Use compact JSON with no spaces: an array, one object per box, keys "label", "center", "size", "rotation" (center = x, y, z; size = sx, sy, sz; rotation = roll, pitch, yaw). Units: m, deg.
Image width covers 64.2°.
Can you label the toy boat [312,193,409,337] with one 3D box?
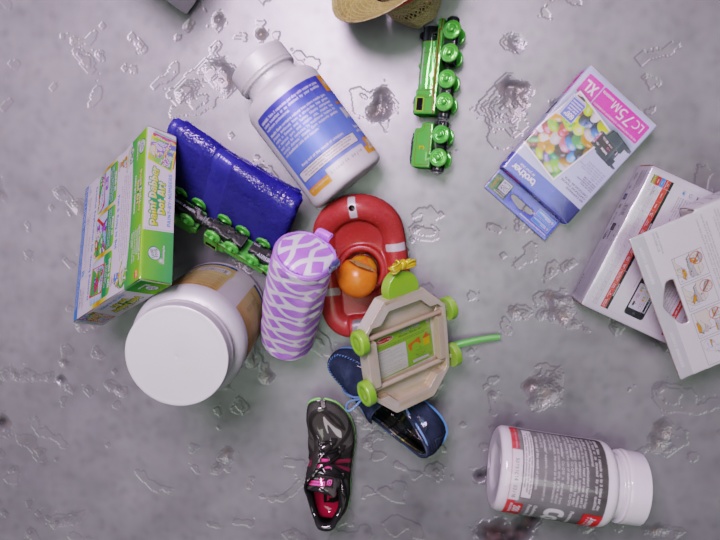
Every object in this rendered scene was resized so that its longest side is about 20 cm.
[{"label":"toy boat","center":[0.000,0.000,0.765],"size":[0.129,0.131,0.203],"rotation":[-6,98,6]}]

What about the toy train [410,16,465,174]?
[{"label":"toy train","center":[0.100,-0.230,0.759],"size":[0.056,0.042,0.203],"rotation":[7,96,22]}]

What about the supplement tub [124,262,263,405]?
[{"label":"supplement tub","center":[-0.210,0.077,0.756],"size":[0.143,0.200,0.147],"rotation":[0,102,1]}]

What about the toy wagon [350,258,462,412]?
[{"label":"toy wagon","center":[0.058,0.079,0.739],"size":[0.154,0.039,0.202],"rotation":[-17,109,-29]}]

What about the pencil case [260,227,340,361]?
[{"label":"pencil case","center":[-0.084,0.034,0.750],"size":[0.083,0.086,0.201],"rotation":[28,137,6]}]

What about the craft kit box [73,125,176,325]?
[{"label":"craft kit box","center":[-0.305,-0.051,0.739],"size":[0.197,0.048,0.202],"rotation":[-24,63,43]}]

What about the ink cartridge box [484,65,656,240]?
[{"label":"ink cartridge box","center":[0.275,-0.151,0.764],"size":[0.119,0.042,0.200],"rotation":[41,102,-1]}]

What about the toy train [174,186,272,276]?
[{"label":"toy train","center":[-0.184,-0.045,0.779],"size":[0.199,0.056,0.042],"rotation":[32,62,-2]}]

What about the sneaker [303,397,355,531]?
[{"label":"sneaker","center":[-0.045,0.283,0.836],"size":[0.076,0.084,0.203],"rotation":[-4,98,5]}]

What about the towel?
[{"label":"towel","center":[-0.178,-0.105,0.786],"size":[0.199,0.050,0.148],"rotation":[33,138,0]}]

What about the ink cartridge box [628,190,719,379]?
[{"label":"ink cartridge box","center":[0.444,0.013,0.720],"size":[0.172,0.044,0.202],"rotation":[-23,97,8]}]

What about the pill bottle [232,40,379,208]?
[{"label":"pill bottle","center":[-0.074,-0.193,0.752],"size":[0.112,0.112,0.201],"rotation":[-36,94,9]}]

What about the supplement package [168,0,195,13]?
[{"label":"supplement package","center":[-0.283,-0.450,0.719],"size":[0.200,0.121,0.120],"rotation":[40,100,-1]}]

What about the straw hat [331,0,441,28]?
[{"label":"straw hat","center":[0.061,-0.355,0.720],"size":[0.200,0.202,0.085],"rotation":[-38,135,10]}]

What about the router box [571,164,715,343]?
[{"label":"router box","center":[0.412,-0.011,0.767],"size":[0.178,0.049,0.202],"rotation":[25,100,1]}]

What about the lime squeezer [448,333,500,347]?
[{"label":"lime squeezer","center":[0.106,0.137,0.824],"size":[0.200,0.038,0.071],"rotation":[-42,93,9]}]

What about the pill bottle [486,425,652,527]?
[{"label":"pill bottle","center":[0.282,0.286,0.791],"size":[0.197,0.114,0.115],"rotation":[8,99,4]}]

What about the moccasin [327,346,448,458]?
[{"label":"moccasin","center":[0.033,0.179,0.801],"size":[0.199,0.068,0.081],"rotation":[32,121,15]}]
